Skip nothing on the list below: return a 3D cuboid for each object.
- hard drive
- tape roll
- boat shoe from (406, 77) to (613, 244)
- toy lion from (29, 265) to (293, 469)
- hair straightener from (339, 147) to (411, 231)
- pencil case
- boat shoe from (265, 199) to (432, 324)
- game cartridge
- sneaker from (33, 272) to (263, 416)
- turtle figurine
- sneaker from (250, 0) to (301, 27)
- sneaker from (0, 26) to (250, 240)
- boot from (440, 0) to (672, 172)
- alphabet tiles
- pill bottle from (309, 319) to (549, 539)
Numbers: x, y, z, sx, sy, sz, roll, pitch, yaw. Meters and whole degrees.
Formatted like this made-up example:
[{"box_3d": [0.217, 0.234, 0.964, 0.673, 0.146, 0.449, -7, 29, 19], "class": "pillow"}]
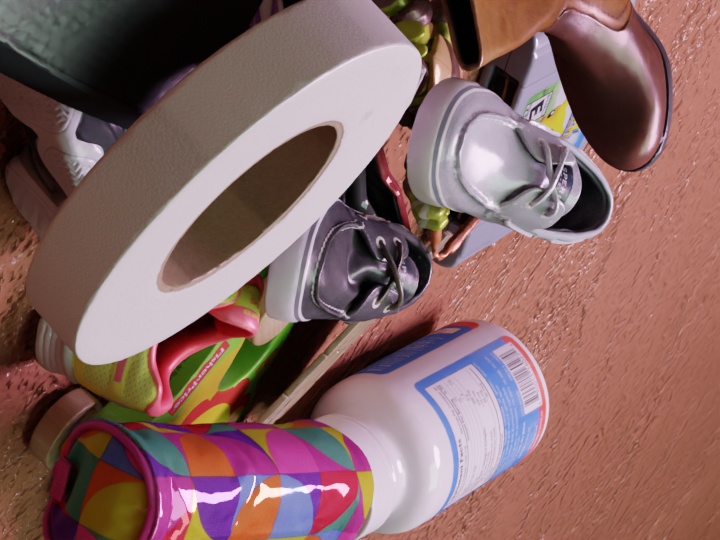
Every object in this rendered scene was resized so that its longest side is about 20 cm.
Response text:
[{"box_3d": [-0.110, -0.137, 0.916, 0.200, 0.042, 0.135, 30, 90, -50], "class": "hard drive"}, {"box_3d": [-0.057, -0.039, 1.001, 0.203, 0.037, 0.203, -41, 168, -10], "class": "tape roll"}, {"box_3d": [0.089, -0.056, 1.255, 0.201, 0.071, 0.070, 19, 86, -65], "class": "boat shoe"}, {"box_3d": [-0.103, 0.081, 1.333, 0.200, 0.069, 0.192, -51, 165, -6], "class": "toy lion"}, {"box_3d": [-0.008, -0.041, 1.354, 0.077, 0.041, 0.200, -45, 157, -20], "class": "hair straightener"}, {"box_3d": [-0.078, 0.118, 1.213, 0.200, 0.088, 0.089, 7, 118, -56], "class": "pencil case"}, {"box_3d": [0.000, 0.000, 1.233, 0.200, 0.066, 0.070, 18, 84, -79], "class": "boat shoe"}, {"box_3d": [0.115, -0.102, 1.519, 0.133, 0.040, 0.200, -36, 153, -45], "class": "game cartridge"}, {"box_3d": [-0.076, -0.005, 1.208, 0.200, 0.090, 0.078, -51, 157, -9], "class": "sneaker"}, {"box_3d": [0.037, -0.121, 1.287, 0.161, 0.064, 0.201, 50, 52, -62], "class": "turtle figurine"}, {"box_3d": [-0.037, -0.105, 1.097, 0.114, 0.072, 0.201, -92, -173, -52], "class": "sneaker"}, {"box_3d": [-0.104, -0.074, 1.062, 0.114, 0.075, 0.200, -40, 153, -23], "class": "sneaker"}, {"box_3d": [0.109, -0.134, 1.287, 0.200, 0.068, 0.189, -26, 111, -62], "class": "boot"}, {"box_3d": [-0.014, 0.048, 1.430, 0.200, 0.006, 0.166, -46, 178, 3], "class": "alphabet tiles"}, {"box_3d": [0.033, 0.113, 1.575, 0.200, 0.112, 0.112, -24, 145, -49], "class": "pill bottle"}]
